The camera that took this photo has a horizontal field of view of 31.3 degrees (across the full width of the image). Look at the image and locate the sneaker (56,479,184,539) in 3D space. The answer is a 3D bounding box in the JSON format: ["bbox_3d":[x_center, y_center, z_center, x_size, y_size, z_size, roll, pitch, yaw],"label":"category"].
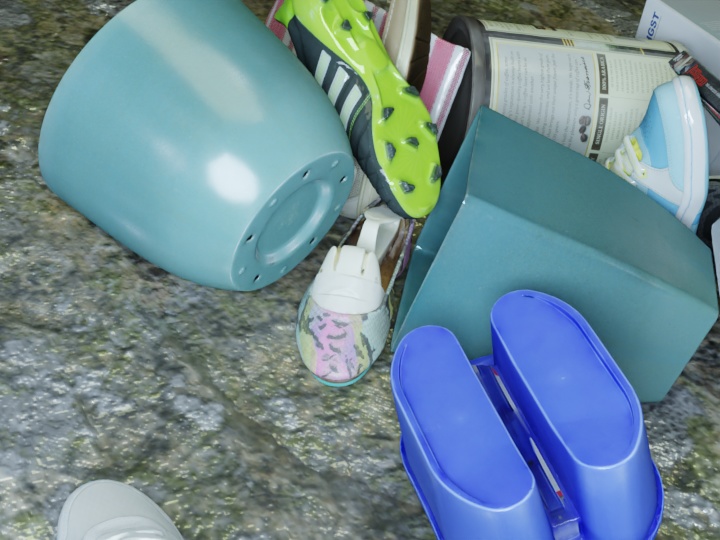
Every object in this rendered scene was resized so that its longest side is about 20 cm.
[{"bbox_3d":[-0.105,0.171,0.659,0.076,0.081,0.200,-10,39,-26],"label":"sneaker"}]

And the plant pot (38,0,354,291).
[{"bbox_3d":[-0.103,-0.081,0.929,0.161,0.201,0.200,41,43,20],"label":"plant pot"}]

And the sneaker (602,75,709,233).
[{"bbox_3d":[0.193,-0.061,0.991,0.130,0.200,0.080,-2,45,1],"label":"sneaker"}]

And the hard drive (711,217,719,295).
[{"bbox_3d":[0.339,0.052,0.934,0.200,0.027,0.132,36,32,-14],"label":"hard drive"}]

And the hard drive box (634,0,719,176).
[{"bbox_3d":[0.330,-0.141,1.172,0.077,0.156,0.200,-11,40,-28],"label":"hard drive box"}]

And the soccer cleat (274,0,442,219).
[{"bbox_3d":[-0.001,-0.128,0.976,0.067,0.081,0.200,-24,89,-36],"label":"soccer cleat"}]

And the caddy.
[{"bbox_3d":[0.100,0.108,0.794,0.141,0.105,0.200,-20,41,-5],"label":"caddy"}]

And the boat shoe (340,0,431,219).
[{"bbox_3d":[0.009,-0.137,1.035,0.065,0.200,0.072,17,18,11],"label":"boat shoe"}]

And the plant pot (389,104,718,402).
[{"bbox_3d":[0.145,0.005,0.930,0.200,0.141,0.141,22,34,-4],"label":"plant pot"}]

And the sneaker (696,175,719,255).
[{"bbox_3d":[0.339,-0.013,1.061,0.200,0.074,0.087,35,34,22],"label":"sneaker"}]

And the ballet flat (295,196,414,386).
[{"bbox_3d":[0.000,0.000,0.943,0.069,0.071,0.200,15,35,7],"label":"ballet flat"}]

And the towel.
[{"bbox_3d":[-0.008,-0.159,1.108,0.200,0.147,0.030,30,21,25],"label":"towel"}]

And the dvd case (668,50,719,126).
[{"bbox_3d":[0.302,-0.089,0.968,0.146,0.022,0.200,46,14,-14],"label":"dvd case"}]

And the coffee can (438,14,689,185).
[{"bbox_3d":[0.173,-0.139,1.128,0.200,0.147,0.146,5,35,-11],"label":"coffee can"}]
